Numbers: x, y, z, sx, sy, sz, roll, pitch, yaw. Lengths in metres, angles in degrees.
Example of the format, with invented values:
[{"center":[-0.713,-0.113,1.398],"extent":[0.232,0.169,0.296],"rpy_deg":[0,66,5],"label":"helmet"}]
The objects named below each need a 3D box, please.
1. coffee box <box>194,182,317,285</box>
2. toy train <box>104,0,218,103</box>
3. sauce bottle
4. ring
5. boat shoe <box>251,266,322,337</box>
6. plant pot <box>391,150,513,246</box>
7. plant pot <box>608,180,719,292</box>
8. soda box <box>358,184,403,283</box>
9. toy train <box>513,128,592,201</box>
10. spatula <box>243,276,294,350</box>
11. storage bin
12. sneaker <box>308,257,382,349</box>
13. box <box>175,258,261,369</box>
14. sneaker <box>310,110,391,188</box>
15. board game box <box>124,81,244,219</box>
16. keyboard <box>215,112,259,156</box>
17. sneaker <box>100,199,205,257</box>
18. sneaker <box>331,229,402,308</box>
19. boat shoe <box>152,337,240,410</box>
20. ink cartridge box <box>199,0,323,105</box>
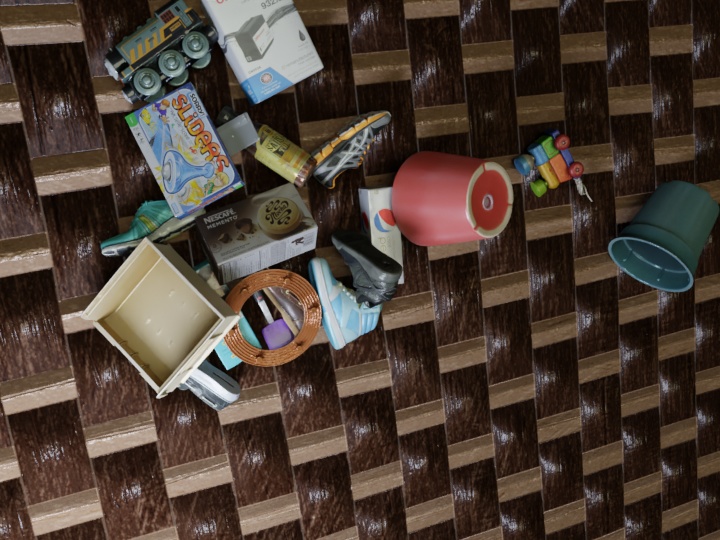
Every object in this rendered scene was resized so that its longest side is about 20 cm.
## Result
[{"center":[-0.193,-0.069,1.168],"extent":[0.198,0.080,0.114],"rpy_deg":[-22,66,-19],"label":"coffee box"},{"center":[-0.348,-0.383,1.100],"extent":[0.199,0.085,0.114],"rpy_deg":[-40,97,-7],"label":"toy train"},{"center":[-0.176,-0.233,1.170],"extent":[0.199,0.066,0.066],"rpy_deg":[32,88,-5],"label":"sauce bottle"},{"center":[-0.169,0.095,1.204],"extent":[0.198,0.019,0.203],"rpy_deg":[-6,110,-17],"label":"ring"},{"center":[-0.150,0.041,1.242],"extent":[0.070,0.070,0.201],"rpy_deg":[-35,117,-3],"label":"boat shoe"},{"center":[0.189,-0.140,1.241],"extent":[0.199,0.176,0.203],"rpy_deg":[-7,100,-39],"label":"plant pot"},{"center":[0.719,-0.089,1.466],"extent":[0.200,0.200,0.197],"rpy_deg":[41,76,-20],"label":"plant pot"},{"center":[0.043,-0.072,1.292],"extent":[0.067,0.064,0.203],"rpy_deg":[-8,101,-18],"label":"soda box"},{"center":[0.432,-0.203,1.400],"extent":[0.115,0.085,0.201],"rpy_deg":[-34,109,0],"label":"toy train"},{"center":[-0.193,0.074,1.257],"extent":[0.056,0.021,0.202],"rpy_deg":[-27,106,-11],"label":"spatula"},{"center":[-0.354,0.085,1.110],"extent":[0.200,0.094,0.199],"rpy_deg":[43,95,7],"label":"storage bin"},{"center":[-0.027,0.049,1.282],"extent":[0.129,0.080,0.202],"rpy_deg":[-21,115,-13],"label":"sneaker"},{"center":[-0.274,0.084,1.215],"extent":[0.082,0.049,0.202],"rpy_deg":[-30,108,-12],"label":"box"},{"center":[-0.017,-0.243,1.239],"extent":[0.199,0.078,0.078],"rpy_deg":[-37,108,1],"label":"sneaker"},{"center":[-0.311,-0.212,1.116],"extent":[0.134,0.034,0.202],"rpy_deg":[-28,87,-2],"label":"board game box"},{"center":[-0.281,-0.216,1.146],"extent":[0.198,0.011,0.057],"rpy_deg":[-28,94,6],"label":"keyboard"},{"center":[-0.383,-0.086,1.149],"extent":[0.199,0.077,0.080],"rpy_deg":[-31,90,-18],"label":"sneaker"},{"center":[0.000,0.000,1.237],"extent":[0.076,0.199,0.115],"rpy_deg":[-13,129,-38],"label":"sneaker"},{"center":[-0.326,0.202,1.205],"extent":[0.200,0.072,0.071],"rpy_deg":[41,102,-12],"label":"boat shoe"},{"center":[-0.179,-0.428,1.144],"extent":[0.144,0.084,0.202],"rpy_deg":[-31,107,-11],"label":"ink cartridge box"}]
